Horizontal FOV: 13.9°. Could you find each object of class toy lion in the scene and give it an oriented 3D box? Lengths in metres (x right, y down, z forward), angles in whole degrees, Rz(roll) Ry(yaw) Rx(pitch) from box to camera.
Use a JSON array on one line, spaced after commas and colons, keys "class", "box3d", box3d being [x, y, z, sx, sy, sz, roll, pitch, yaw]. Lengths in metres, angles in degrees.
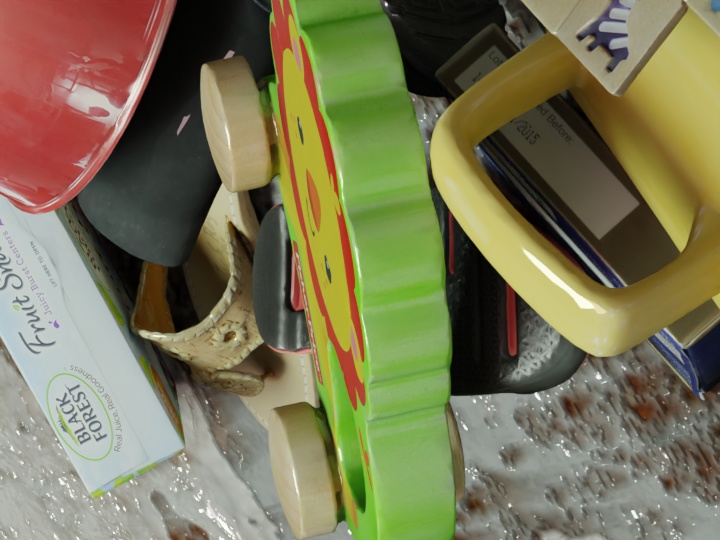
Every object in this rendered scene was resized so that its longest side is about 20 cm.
[{"class": "toy lion", "box3d": [0.000, 0.000, 0.961, 0.192, 0.068, 0.201, -143, 42, -78]}]

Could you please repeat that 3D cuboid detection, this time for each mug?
[{"class": "mug", "box3d": [0.124, -0.064, 0.891, 0.153, 0.186, 0.150, 49, 120, 25]}]

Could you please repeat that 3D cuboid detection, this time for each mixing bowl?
[{"class": "mixing bowl", "box3d": [-0.150, -0.131, 1.131, 0.200, 0.108, 0.201, -35, 48, 52]}]

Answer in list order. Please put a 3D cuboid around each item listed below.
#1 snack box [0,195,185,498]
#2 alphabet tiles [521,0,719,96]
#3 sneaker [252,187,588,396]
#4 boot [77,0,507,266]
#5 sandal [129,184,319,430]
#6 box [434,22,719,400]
[{"class": "snack box", "box3d": [-0.146, -0.010, 1.314, 0.201, 0.053, 0.142, 62, -179, -10]}, {"class": "alphabet tiles", "box3d": [0.107, -0.154, 0.839, 0.200, 0.006, 0.167, -53, 44, 16]}, {"class": "sneaker", "box3d": [0.040, 0.003, 1.122, 0.200, 0.086, 0.074, 11, 100, 57]}, {"class": "boot", "box3d": [-0.043, -0.071, 1.134, 0.165, 0.065, 0.200, 55, 129, 24]}, {"class": "sandal", "box3d": [-0.074, 0.001, 1.276, 0.077, 0.070, 0.213, 22, 134, 40]}, {"class": "box", "box3d": [0.087, -0.015, 1.035, 0.121, 0.032, 0.200, 48, 180, 11]}]
